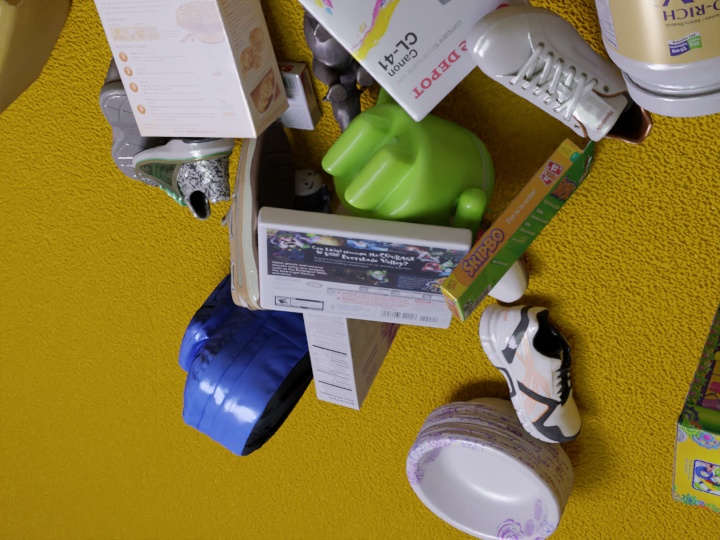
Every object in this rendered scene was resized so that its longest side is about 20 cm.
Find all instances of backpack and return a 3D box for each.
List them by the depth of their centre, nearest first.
[{"bbox_3d":[-0.141,0.115,1.625,0.167,0.201,0.163,27,143,6],"label":"backpack"}]

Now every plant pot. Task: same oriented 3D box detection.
[{"bbox_3d":[-0.420,-0.280,1.400,0.194,0.196,0.200,40,133,-11],"label":"plant pot"}]

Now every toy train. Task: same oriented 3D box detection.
[{"bbox_3d":[-0.080,-0.039,1.521,0.113,0.086,0.201,5,133,11],"label":"toy train"}]

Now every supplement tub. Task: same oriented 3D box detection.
[{"bbox_3d":[0.249,-0.236,1.027,0.144,0.146,0.201,4,135,30],"label":"supplement tub"}]

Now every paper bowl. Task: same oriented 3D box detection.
[{"bbox_3d":[0.164,0.235,1.629,0.199,0.105,0.202,18,139,16],"label":"paper bowl"}]

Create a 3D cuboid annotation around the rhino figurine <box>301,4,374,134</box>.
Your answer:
[{"bbox_3d":[-0.020,-0.206,1.298,0.059,0.088,0.201,-15,136,-6],"label":"rhino figurine"}]

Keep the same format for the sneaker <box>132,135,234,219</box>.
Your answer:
[{"bbox_3d":[-0.194,-0.096,1.458,0.200,0.076,0.090,-9,92,63],"label":"sneaker"}]

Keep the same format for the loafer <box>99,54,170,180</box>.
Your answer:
[{"bbox_3d":[-0.251,-0.172,1.505,0.071,0.063,0.200,-2,155,-1],"label":"loafer"}]

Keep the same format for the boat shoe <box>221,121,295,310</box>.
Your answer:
[{"bbox_3d":[-0.118,-0.059,1.418,0.076,0.202,0.071,1,177,38],"label":"boat shoe"}]

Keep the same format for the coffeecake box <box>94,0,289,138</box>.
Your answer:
[{"bbox_3d":[-0.175,-0.239,1.343,0.152,0.073,0.201,5,125,30],"label":"coffeecake box"}]

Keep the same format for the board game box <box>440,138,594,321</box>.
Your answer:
[{"bbox_3d":[0.151,-0.042,1.257,0.030,0.200,0.096,42,175,16],"label":"board game box"}]

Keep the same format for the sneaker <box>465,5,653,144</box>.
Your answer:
[{"bbox_3d":[0.180,-0.163,1.138,0.199,0.085,0.073,17,122,-35],"label":"sneaker"}]

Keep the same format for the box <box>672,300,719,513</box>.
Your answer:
[{"bbox_3d":[0.418,0.133,1.269,0.191,0.201,0.123,13,139,23],"label":"box"}]

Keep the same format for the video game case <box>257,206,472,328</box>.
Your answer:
[{"bbox_3d":[0.000,0.000,1.298,0.198,0.024,0.182,7,153,0],"label":"video game case"}]

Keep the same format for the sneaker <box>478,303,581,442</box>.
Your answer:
[{"bbox_3d":[0.207,0.120,1.500,0.079,0.074,0.201,-9,127,37],"label":"sneaker"}]

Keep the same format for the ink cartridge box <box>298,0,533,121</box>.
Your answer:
[{"bbox_3d":[0.031,-0.254,1.153,0.148,0.086,0.200,-43,104,13],"label":"ink cartridge box"}]

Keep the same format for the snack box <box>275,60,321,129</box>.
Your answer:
[{"bbox_3d":[-0.140,-0.194,1.430,0.198,0.024,0.072,9,138,26],"label":"snack box"}]

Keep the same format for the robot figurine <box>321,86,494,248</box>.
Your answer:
[{"bbox_3d":[0.053,-0.094,1.288,0.116,0.199,0.176,-49,59,21],"label":"robot figurine"}]

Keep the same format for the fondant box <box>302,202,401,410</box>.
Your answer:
[{"bbox_3d":[-0.008,0.035,1.494,0.058,0.145,0.201,13,139,18],"label":"fondant box"}]

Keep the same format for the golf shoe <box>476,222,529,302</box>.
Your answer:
[{"bbox_3d":[0.089,-0.021,1.413,0.199,0.092,0.073,36,140,-8],"label":"golf shoe"}]
